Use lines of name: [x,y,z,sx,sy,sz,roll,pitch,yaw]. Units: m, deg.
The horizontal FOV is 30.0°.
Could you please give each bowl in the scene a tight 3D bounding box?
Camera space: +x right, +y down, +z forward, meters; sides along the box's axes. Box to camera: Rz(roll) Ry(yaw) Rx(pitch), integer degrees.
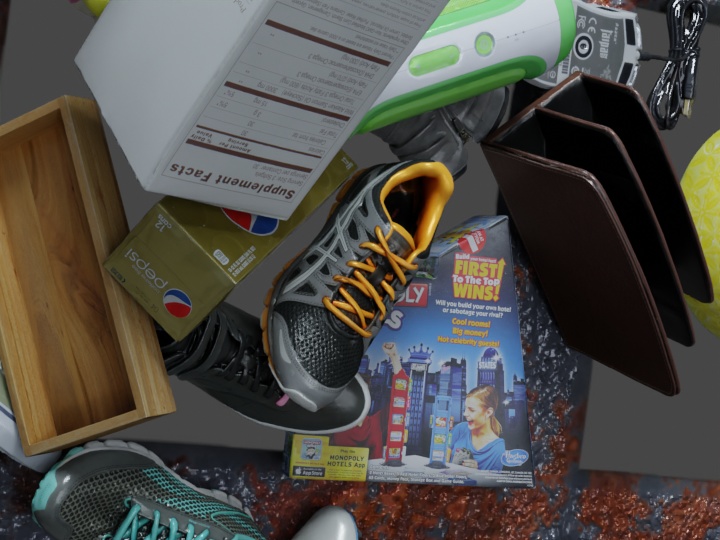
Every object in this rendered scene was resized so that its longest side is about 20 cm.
bowl: [0.367,-0.029,1.107,0.198,0.107,0.202,-2,96,-25]

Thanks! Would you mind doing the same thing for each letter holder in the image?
letter holder: [0.197,-0.026,0.987,0.100,0.142,0.201,-36,120,-15]

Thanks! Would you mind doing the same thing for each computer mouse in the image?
computer mouse: [0.187,-0.174,1.050,0.198,0.044,0.111,4,97,-31]

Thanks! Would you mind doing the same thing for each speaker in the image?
speaker: [0.042,-0.147,0.896,0.199,0.088,0.089,-20,102,-19]

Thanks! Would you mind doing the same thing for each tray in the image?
tray: [-0.186,0.005,0.835,0.037,0.098,0.202,-3,75,-63]

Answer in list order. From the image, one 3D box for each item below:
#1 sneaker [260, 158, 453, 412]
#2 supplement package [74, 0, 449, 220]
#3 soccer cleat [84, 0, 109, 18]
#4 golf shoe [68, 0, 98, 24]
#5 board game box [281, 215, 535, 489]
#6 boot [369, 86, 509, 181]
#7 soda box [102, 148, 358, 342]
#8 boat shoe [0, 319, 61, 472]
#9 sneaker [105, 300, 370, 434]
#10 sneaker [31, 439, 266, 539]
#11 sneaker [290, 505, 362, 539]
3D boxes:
sneaker: [0.000,0.000,0.876,0.078,0.077,0.201,38,56,-24]
supplement package: [-0.052,-0.146,0.755,0.117,0.117,0.200,9,128,-46]
soccer cleat: [-0.093,-0.230,0.815,0.200,0.084,0.065,-43,104,-8]
golf shoe: [-0.103,-0.224,0.903,0.200,0.075,0.092,-44,118,-7]
board game box: [0.041,0.053,0.990,0.198,0.062,0.202,7,89,-23]
boot: [0.065,-0.169,0.989,0.131,0.070,0.201,37,87,-28]
soda box: [-0.077,-0.038,0.859,0.068,0.064,0.200,45,32,-3]
boat shoe: [-0.255,0.045,0.849,0.062,0.072,0.200,-45,108,-9]
sneaker: [-0.085,0.058,0.878,0.199,0.099,0.071,26,90,-2]
sneaker: [-0.122,0.172,0.880,0.199,0.091,0.078,27,91,-43]
sneaker: [-0.069,0.251,0.949,0.072,0.072,0.201,43,77,-37]
